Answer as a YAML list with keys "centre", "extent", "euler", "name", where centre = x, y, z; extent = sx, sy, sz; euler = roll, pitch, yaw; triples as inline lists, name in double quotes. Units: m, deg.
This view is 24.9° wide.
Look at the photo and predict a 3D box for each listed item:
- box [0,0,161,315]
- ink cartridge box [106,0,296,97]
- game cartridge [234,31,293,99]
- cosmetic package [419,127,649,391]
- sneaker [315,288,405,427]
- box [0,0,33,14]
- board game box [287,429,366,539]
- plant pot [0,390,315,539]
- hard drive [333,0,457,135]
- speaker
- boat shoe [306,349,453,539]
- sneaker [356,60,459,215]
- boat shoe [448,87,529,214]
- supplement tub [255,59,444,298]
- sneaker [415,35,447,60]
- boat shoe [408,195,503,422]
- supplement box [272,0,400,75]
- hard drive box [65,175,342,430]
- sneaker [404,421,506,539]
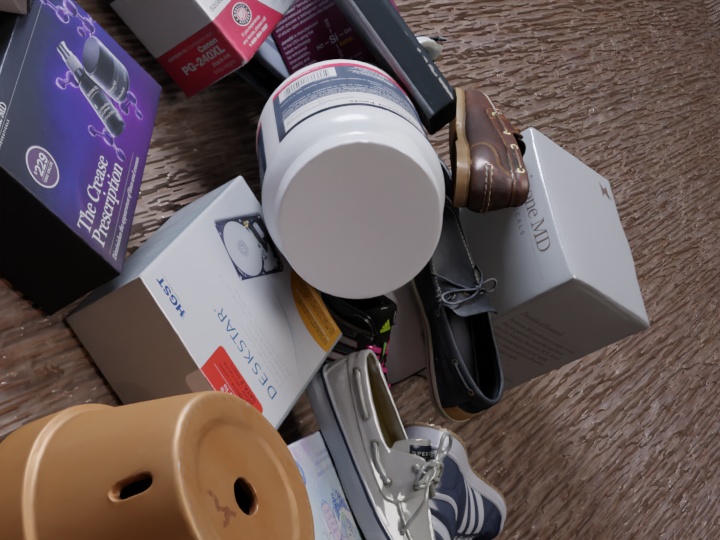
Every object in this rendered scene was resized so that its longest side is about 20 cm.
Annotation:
- centre: [-0.222, -0.094, 1.141]
  extent: [0.141, 0.078, 0.201]
  euler: [42, 34, -32]
  name: "box"
- centre: [-0.151, -0.272, 1.363]
  extent: [0.200, 0.083, 0.146]
  euler: [50, 46, -18]
  name: "ink cartridge box"
- centre: [-0.102, -0.236, 1.523]
  extent: [0.200, 0.041, 0.134]
  euler: [38, 33, -41]
  name: "game cartridge"
- centre: [0.141, -0.001, 1.574]
  extent: [0.166, 0.199, 0.169]
  euler: [26, 44, -50]
  name: "cosmetic package"
- centre: [-0.001, 0.066, 1.385]
  extent: [0.074, 0.087, 0.202]
  euler: [-21, 86, -63]
  name: "sneaker"
- centre: [-0.270, -0.272, 1.159]
  extent: [0.115, 0.060, 0.201]
  euler: [9, 44, -3]
  name: "box"
- centre: [-0.022, 0.223, 1.196]
  extent: [0.200, 0.043, 0.201]
  euler: [8, 59, -82]
  name: "board game box"
- centre: [-0.122, 0.165, 1.027]
  extent: [0.200, 0.139, 0.201]
  euler: [43, 33, -37]
  name: "plant pot"
- centre: [0.014, -0.211, 1.394]
  extent: [0.201, 0.033, 0.140]
  euler: [54, 2, 3]
  name: "hard drive"
- centre: [0.000, 0.000, 1.454]
  extent: [0.201, 0.081, 0.081]
  euler: [62, 27, -4]
  name: "speaker"
- centre: [0.034, 0.154, 1.282]
  extent: [0.074, 0.086, 0.203]
  euler: [21, 43, -66]
  name: "boat shoe"
- centre: [0.033, -0.085, 1.445]
  extent: [0.200, 0.075, 0.088]
  euler: [53, 9, -39]
  name: "sneaker"
- centre: [0.114, -0.106, 1.467]
  extent: [0.201, 0.069, 0.071]
  euler: [-89, -179, -59]
  name: "boat shoe"
- centre: [-0.010, -0.074, 1.274]
  extent: [0.141, 0.140, 0.200]
  euler: [52, 9, -22]
  name: "supplement tub"
- centre: [0.019, -0.229, 1.629]
  extent: [0.079, 0.129, 0.201]
  euler: [-14, 79, -64]
  name: "sneaker"
- centre: [0.085, 0.029, 1.413]
  extent: [0.074, 0.062, 0.202]
  euler: [-4, 84, -43]
  name: "boat shoe"
- centre: [-0.017, -0.222, 1.531]
  extent: [0.110, 0.085, 0.202]
  euler: [-17, 82, -63]
  name: "supplement box"
- centre: [-0.110, 0.043, 1.222]
  extent: [0.157, 0.076, 0.200]
  euler: [57, 28, -12]
  name: "hard drive box"
- centre: [0.069, 0.220, 1.404]
  extent: [0.200, 0.069, 0.109]
  euler: [57, 42, -53]
  name: "sneaker"
